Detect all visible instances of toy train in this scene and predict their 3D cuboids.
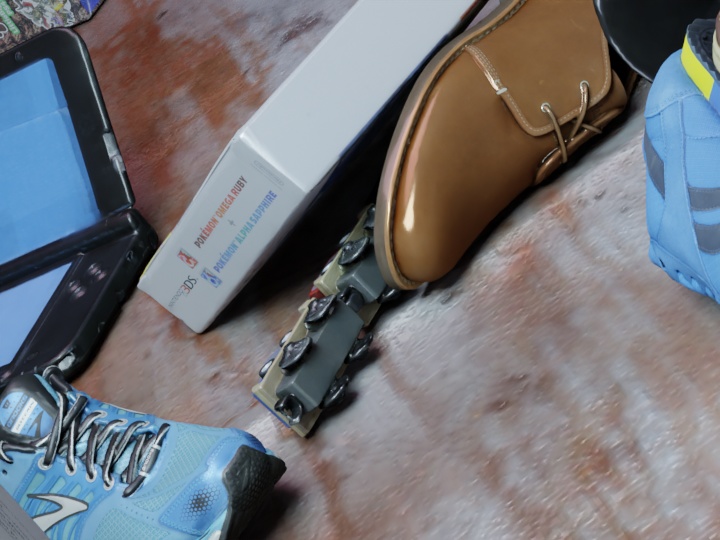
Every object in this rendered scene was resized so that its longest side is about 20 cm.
[{"bbox_3d":[0.000,0.000,1.112,0.046,0.034,0.200,-32,20,42],"label":"toy train"}]

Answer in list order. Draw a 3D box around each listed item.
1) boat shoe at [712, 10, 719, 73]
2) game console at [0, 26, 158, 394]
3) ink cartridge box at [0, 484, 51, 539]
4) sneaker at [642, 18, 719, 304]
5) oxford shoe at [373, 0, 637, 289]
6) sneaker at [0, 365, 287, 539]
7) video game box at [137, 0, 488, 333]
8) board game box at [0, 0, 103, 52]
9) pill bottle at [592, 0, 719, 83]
[{"bbox_3d":[0.217,-0.111,0.891,0.200,0.072,0.072,-7,31,19],"label":"boat shoe"},{"bbox_3d":[-0.219,-0.008,1.344,0.200,0.116,0.176,-22,27,34],"label":"game console"},{"bbox_3d":[-0.148,0.173,0.851,0.147,0.145,0.200,-36,22,1],"label":"ink cartridge box"},{"bbox_3d":[0.143,-0.010,0.909,0.200,0.066,0.079,-103,31,-55],"label":"sneaker"},{"bbox_3d":[0.072,-0.069,1.105,0.071,0.071,0.200,15,57,34],"label":"oxford shoe"},{"bbox_3d":[-0.115,0.085,1.044,0.200,0.090,0.078,-9,35,47],"label":"sneaker"},{"bbox_3d":[-0.008,-0.078,1.177,0.200,0.047,0.182,-50,3,-27],"label":"video game box"},{"bbox_3d":[-0.258,-0.233,1.859,0.200,0.097,0.160,-18,29,38],"label":"board game box"},{"bbox_3d":[0.159,-0.164,1.095,0.112,0.112,0.200,-27,25,24],"label":"pill bottle"}]
